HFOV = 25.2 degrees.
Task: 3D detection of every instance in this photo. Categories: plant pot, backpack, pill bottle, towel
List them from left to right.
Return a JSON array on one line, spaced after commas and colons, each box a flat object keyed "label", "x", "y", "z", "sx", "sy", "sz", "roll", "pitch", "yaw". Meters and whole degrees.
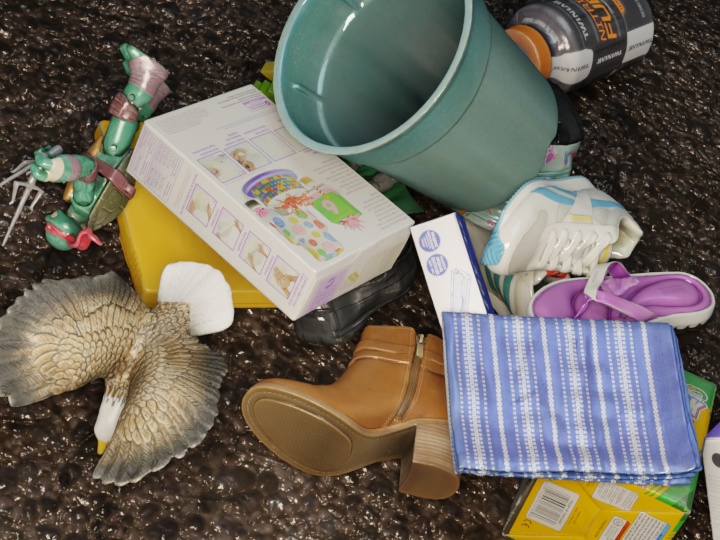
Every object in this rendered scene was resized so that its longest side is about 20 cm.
[{"label": "plant pot", "x": 0.061, "y": -0.153, "z": 1.383, "sx": 0.196, "sy": 0.200, "sz": 0.201, "roll": 32, "pitch": 29, "yaw": -48}, {"label": "backpack", "x": 0.130, "y": -0.119, "z": 1.555, "sx": 0.166, "sy": 0.128, "sz": 0.200, "roll": -8, "pitch": 28, "yaw": -25}, {"label": "pill bottle", "x": 0.228, "y": -0.252, "z": 1.776, "sx": 0.199, "sy": 0.107, "sz": 0.106, "roll": -26, "pitch": 64, "yaw": -42}, {"label": "towel", "x": 0.166, "y": 0.098, "z": 1.271, "sx": 0.198, "sy": 0.024, "sz": 0.146, "roll": 3, "pitch": 58, "yaw": -10}]

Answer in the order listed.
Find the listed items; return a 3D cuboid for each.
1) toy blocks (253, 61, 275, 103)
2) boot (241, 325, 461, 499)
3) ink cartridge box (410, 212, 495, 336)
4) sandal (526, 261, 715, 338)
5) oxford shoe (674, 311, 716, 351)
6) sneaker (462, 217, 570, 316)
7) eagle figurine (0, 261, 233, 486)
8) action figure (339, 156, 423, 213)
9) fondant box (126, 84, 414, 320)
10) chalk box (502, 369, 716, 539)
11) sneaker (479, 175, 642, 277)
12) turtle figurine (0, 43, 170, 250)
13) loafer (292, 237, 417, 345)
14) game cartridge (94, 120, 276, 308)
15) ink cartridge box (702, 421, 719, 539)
[{"label": "toy blocks", "x": -0.025, "y": -0.195, "z": 1.540, "sx": 0.100, "sy": 0.137, "sz": 0.200, "roll": 37, "pitch": 32, "yaw": -11}, {"label": "boot", "x": 0.001, "y": 0.095, "z": 1.342, "sx": 0.198, "sy": 0.077, "sz": 0.156, "roll": 16, "pitch": 42, "yaw": -10}, {"label": "ink cartridge box", "x": 0.095, "y": 0.056, "z": 1.357, "sx": 0.044, "sy": 0.094, "sz": 0.202, "roll": -18, "pitch": 84, "yaw": 8}, {"label": "sandal", "x": 0.224, "y": 0.019, "z": 1.375, "sx": 0.201, "sy": 0.050, "sz": 0.083, "roll": -10, "pitch": 43, "yaw": -36}, {"label": "oxford shoe", "x": 0.260, "y": 0.058, "z": 1.485, "sx": 0.073, "sy": 0.085, "sz": 0.199, "roll": 46, "pitch": 21, "yaw": 30}, {"label": "sneaker", "x": 0.157, "y": 0.009, "z": 1.494, "sx": 0.070, "sy": 0.094, "sz": 0.201, "roll": -3, "pitch": 51, "yaw": -30}, {"label": "eagle figurine", "x": -0.176, "y": 0.075, "z": 1.216, "sx": 0.150, "sy": 0.200, "sz": 0.152, "roll": -8, "pitch": 90, "yaw": 6}, {"label": "action figure", "x": -0.025, "y": -0.073, "z": 1.456, "sx": 0.199, "sy": 0.055, "sz": 0.119, "roll": -29, "pitch": 98, "yaw": -35}, {"label": "fondant box", "x": -0.074, "y": -0.061, "z": 1.334, "sx": 0.200, "sy": 0.058, "sz": 0.144, "roll": 40, "pitch": 36, "yaw": 18}, {"label": "chalk box", "x": 0.217, "y": 0.146, "z": 1.366, "sx": 0.123, "sy": 0.125, "sz": 0.201, "roll": 25, "pitch": 43, "yaw": 3}, {"label": "sneaker", "x": 0.179, "y": -0.033, "z": 1.419, "sx": 0.081, "sy": 0.077, "sz": 0.199, "roll": 38, "pitch": 33, "yaw": 24}, {"label": "turtle figurine", "x": -0.234, "y": -0.091, "z": 1.369, "sx": 0.100, "sy": 0.150, "sz": 0.201, "roll": 36, "pitch": 79, "yaw": -19}, {"label": "loafer", "x": 0.000, "y": 0.000, "z": 1.413, "sx": 0.068, "sy": 0.071, "sz": 0.200, "roll": 6, "pitch": 23, "yaw": 23}, {"label": "game cartridge", "x": -0.137, "y": -0.050, "z": 1.445, "sx": 0.175, "sy": 0.033, "sz": 0.201, "roll": 1, "pitch": 51, "yaw": -27}, {"label": "ink cartridge box", "x": 0.364, "y": 0.147, "z": 1.410, "sx": 0.043, "sy": 0.202, "sz": 0.198, "roll": 9, "pitch": 28, "yaw": 38}]
